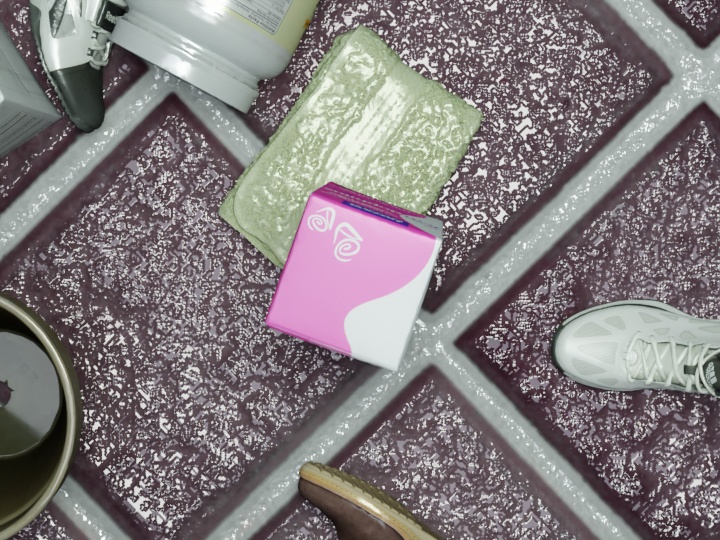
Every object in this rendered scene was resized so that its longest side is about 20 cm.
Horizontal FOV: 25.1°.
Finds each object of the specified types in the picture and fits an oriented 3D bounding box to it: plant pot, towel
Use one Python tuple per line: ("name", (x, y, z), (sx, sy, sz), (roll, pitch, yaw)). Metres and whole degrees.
("plant pot", (-0.302, 0.107, 1.261), (0.199, 0.174, 0.201), (0, 91, 2))
("towel", (-0.006, -0.082, 1.313), (0.148, 0.036, 0.200), (36, 93, -1))

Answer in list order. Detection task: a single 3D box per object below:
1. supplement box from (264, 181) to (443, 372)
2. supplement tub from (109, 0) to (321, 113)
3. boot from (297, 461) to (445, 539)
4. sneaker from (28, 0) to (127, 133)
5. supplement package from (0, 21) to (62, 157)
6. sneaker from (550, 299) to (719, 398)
("supplement box", (0.000, 0.000, 1.201), (0.101, 0.200, 0.104), (20, 97, 0))
("supplement tub", (-0.096, -0.239, 1.256), (0.145, 0.145, 0.201), (28, 93, 1))
("boot", (-0.002, 0.268, 1.306), (0.200, 0.072, 0.167), (35, 91, -3))
("sneaker", (-0.218, -0.213, 1.297), (0.088, 0.074, 0.201), (-11, 92, 4))
("supplement package", (-0.321, -0.139, 1.239), (0.109, 0.200, 0.114), (-33, 90, 2))
("sneaker", (0.253, 0.064, 1.269), (0.199, 0.115, 0.076), (3, 92, 2))
